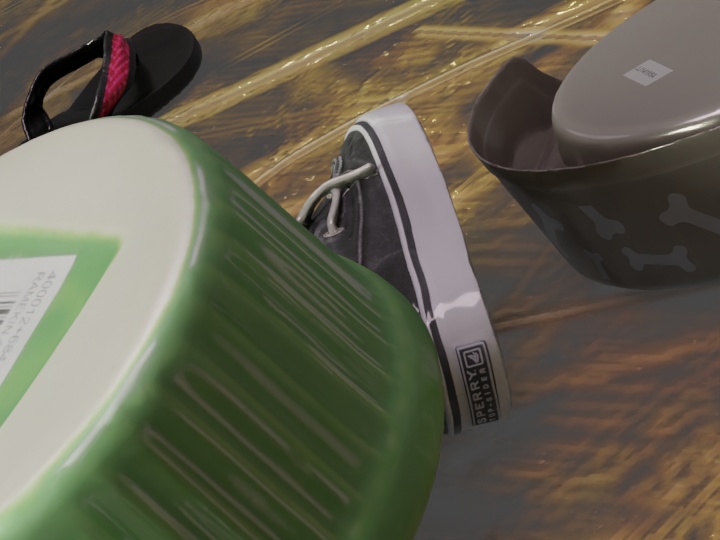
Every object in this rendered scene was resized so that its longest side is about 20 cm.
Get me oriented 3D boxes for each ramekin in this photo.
[{"bbox_3d":[-0.084,0.051,0.709,0.200,0.098,0.200,-29,35,23],"label":"ramekin"}]

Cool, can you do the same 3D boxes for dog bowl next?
[{"bbox_3d":[0.137,-0.064,0.844,0.200,0.059,0.200,-25,19,9],"label":"dog bowl"}]

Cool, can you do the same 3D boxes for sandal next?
[{"bbox_3d":[-0.145,-0.088,1.293,0.075,0.045,0.200,-14,24,34],"label":"sandal"}]

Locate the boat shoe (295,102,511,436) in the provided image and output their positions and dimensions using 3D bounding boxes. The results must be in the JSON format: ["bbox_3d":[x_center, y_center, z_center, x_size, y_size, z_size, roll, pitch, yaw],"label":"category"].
[{"bbox_3d":[0.001,0.003,0.839,0.068,0.074,0.199,-14,29,-2],"label":"boat shoe"}]
